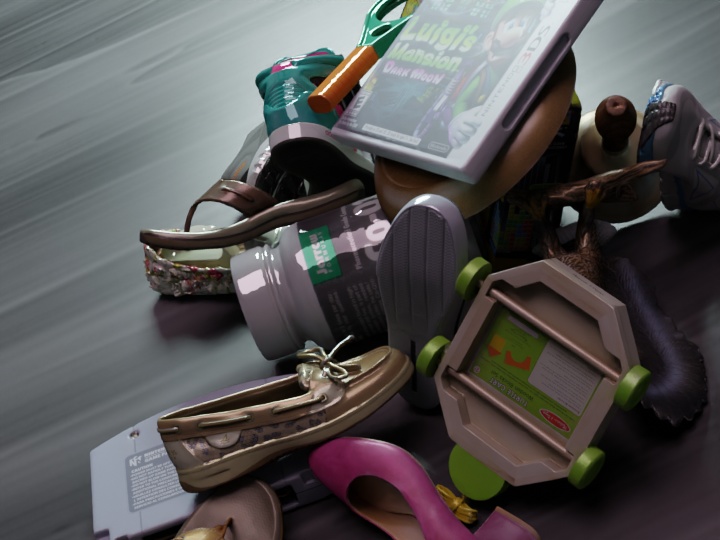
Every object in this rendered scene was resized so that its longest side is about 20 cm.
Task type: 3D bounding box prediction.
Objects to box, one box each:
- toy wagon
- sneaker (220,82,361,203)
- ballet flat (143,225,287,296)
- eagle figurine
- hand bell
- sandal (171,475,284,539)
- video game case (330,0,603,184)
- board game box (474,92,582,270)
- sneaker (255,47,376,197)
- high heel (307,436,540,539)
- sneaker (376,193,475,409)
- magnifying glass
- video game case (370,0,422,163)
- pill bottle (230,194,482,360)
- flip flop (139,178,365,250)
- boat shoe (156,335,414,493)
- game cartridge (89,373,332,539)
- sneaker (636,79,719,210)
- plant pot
[{"bbox_3d":[0.113,0.091,1.152,0.155,0.200,0.040,36,23,24],"label":"toy wagon"},{"bbox_3d":[-0.067,-0.137,1.574,0.079,0.074,0.200,9,47,41],"label":"sneaker"},{"bbox_3d":[-0.112,-0.014,1.453,0.200,0.064,0.076,-7,41,18],"label":"ballet flat"},{"bbox_3d":[0.168,0.029,1.225,0.151,0.200,0.152,-6,-7,-31],"label":"eagle figurine"},{"bbox_3d":[0.204,-0.108,1.283,0.104,0.200,0.104,-2,80,9],"label":"hand bell"},{"bbox_3d":[-0.130,0.228,1.159,0.080,0.054,0.200,36,65,23],"label":"sandal"},{"bbox_3d":[0.080,-0.162,1.267,0.182,0.023,0.200,-55,32,-8],"label":"video game case"},{"bbox_3d":[0.130,-0.123,1.378,0.057,0.166,0.200,-2,36,-9],"label":"board game box"},{"bbox_3d":[-0.039,-0.135,1.433,0.083,0.200,0.121,-12,72,12],"label":"sneaker"},{"bbox_3d":[0.024,0.187,1.138,0.200,0.067,0.096,26,46,27],"label":"high heel"},{"bbox_3d":[0.057,0.014,1.230,0.073,0.200,0.071,23,46,20],"label":"sneaker"},{"bbox_3d":[0.016,-0.200,1.384,0.080,0.022,0.200,-1,40,41],"label":"magnifying glass"},{"bbox_3d":[0.053,-0.164,1.476,0.025,0.181,0.200,11,34,-17],"label":"video game case"},{"bbox_3d":[0.000,0.000,1.340,0.200,0.113,0.113,-20,37,3],"label":"pill bottle"},{"bbox_3d":[-0.095,-0.056,1.381,0.200,0.058,0.081,-16,4,-6],"label":"flip flop"},{"bbox_3d":[-0.055,0.101,1.213,0.200,0.063,0.073,-26,10,-6],"label":"boat shoe"},{"bbox_3d":[-0.118,0.154,1.277,0.200,0.041,0.133,-19,41,3],"label":"game cartridge"},{"bbox_3d":[0.277,-0.094,1.268,0.087,0.200,0.075,15,83,26],"label":"sneaker"},{"bbox_3d":[0.082,-0.122,1.269,0.200,0.027,0.200,-31,37,26],"label":"plant pot"}]
